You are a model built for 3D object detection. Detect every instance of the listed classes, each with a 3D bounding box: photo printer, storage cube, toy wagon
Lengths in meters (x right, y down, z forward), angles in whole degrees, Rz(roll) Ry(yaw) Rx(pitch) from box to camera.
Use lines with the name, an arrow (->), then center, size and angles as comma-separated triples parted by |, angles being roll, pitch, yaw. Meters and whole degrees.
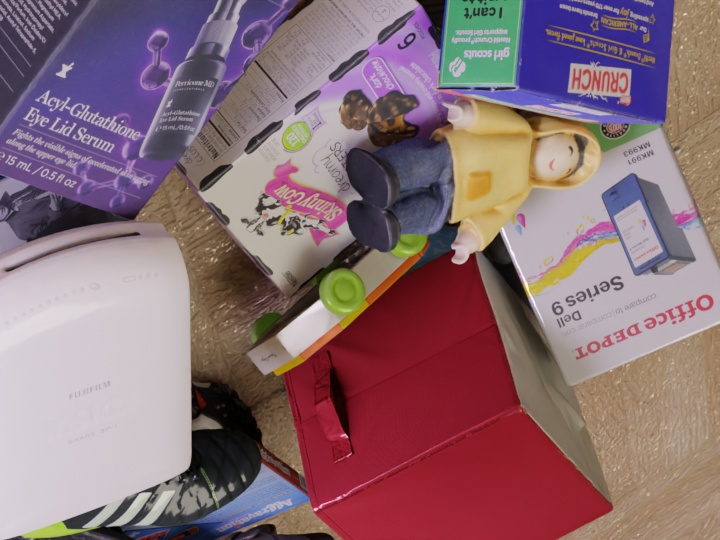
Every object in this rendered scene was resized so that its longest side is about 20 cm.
photo printer -> -0.187, 0.064, 1.456 | 0.166, 0.069, 0.201 | -18, 132, -26
storage cube -> 0.065, 0.120, 1.749 | 0.179, 0.172, 0.200 | -28, 137, 15
toy wagon -> 0.000, 0.000, 1.686 | 0.200, 0.040, 0.155 | -42, -175, -26

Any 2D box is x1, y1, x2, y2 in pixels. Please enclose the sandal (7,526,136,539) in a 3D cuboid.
sandal -> -0.223, 0.200, 1.725 | 0.200, 0.045, 0.075 | 33, 120, -24

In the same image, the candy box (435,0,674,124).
candy box -> 0.140, -0.208, 1.549 | 0.169, 0.077, 0.201 | 8, 85, -47

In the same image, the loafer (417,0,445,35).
loafer -> 0.101, -0.192, 1.622 | 0.200, 0.075, 0.069 | 34, 61, -44

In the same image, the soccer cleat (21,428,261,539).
soccer cleat -> -0.166, 0.149, 1.650 | 0.199, 0.068, 0.081 | -11, 149, -15

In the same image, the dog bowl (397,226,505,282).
dog bowl -> 0.063, 0.039, 1.831 | 0.111, 0.050, 0.200 | -16, 142, -2

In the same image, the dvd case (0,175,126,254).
dvd case -> -0.237, 0.017, 1.498 | 0.199, 0.025, 0.151 | -25, 106, -20

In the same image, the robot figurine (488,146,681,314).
robot figurine -> 0.182, -0.028, 1.835 | 0.169, 0.113, 0.201 | 7, 125, -36

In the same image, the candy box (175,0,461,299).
candy box -> -0.024, -0.099, 1.600 | 0.200, 0.072, 0.168 | -40, 146, -1

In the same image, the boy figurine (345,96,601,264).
boy figurine -> 0.083, -0.065, 1.613 | 0.199, 0.064, 0.125 | -13, 117, -31

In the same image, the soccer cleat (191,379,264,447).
soccer cleat -> -0.140, 0.121, 1.750 | 0.073, 0.069, 0.200 | -26, 151, 17

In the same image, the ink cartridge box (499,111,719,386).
ink cartridge box -> 0.183, -0.033, 1.721 | 0.145, 0.201, 0.088 | -22, -175, 8

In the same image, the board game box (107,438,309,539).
board game box -> -0.146, 0.192, 1.784 | 0.199, 0.020, 0.103 | -23, 147, 15

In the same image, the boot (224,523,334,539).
boot -> -0.118, 0.249, 1.840 | 0.146, 0.071, 0.200 | -9, 166, -39

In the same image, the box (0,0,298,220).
box -> -0.155, -0.150, 1.394 | 0.148, 0.104, 0.200 | 18, 116, -50
